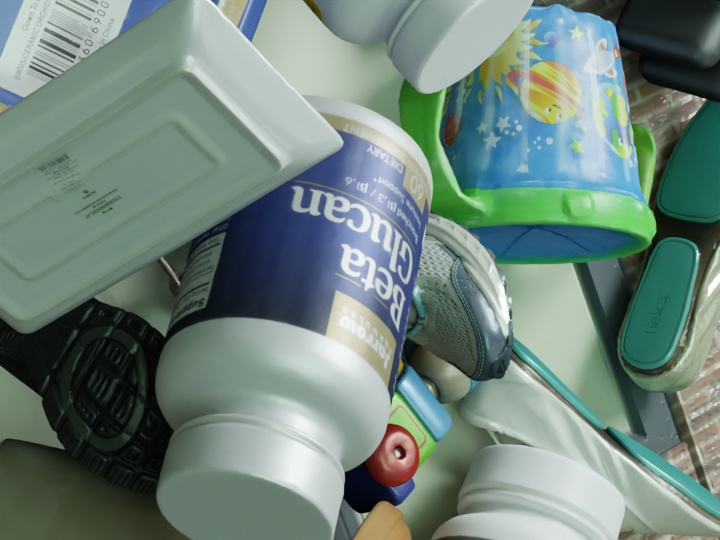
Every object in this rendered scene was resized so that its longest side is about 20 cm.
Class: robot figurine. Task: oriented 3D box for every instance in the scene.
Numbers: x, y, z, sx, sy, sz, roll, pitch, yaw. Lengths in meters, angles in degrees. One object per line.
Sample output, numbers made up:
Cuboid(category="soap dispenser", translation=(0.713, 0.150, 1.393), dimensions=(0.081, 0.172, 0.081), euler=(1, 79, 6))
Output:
Cuboid(category="robot figurine", translation=(0.229, -0.205, 1.131), dimensions=(0.124, 0.150, 0.201), euler=(28, 81, -1))

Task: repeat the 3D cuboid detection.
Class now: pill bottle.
Cuboid(category="pill bottle", translation=(0.079, 0.211, 1.062), dimensions=(0.113, 0.114, 0.202), euler=(33, 62, -23))
Cuboid(category="pill bottle", translation=(-0.033, 0.027, 0.877), dimensions=(0.110, 0.111, 0.202), euler=(29, 53, -23))
Cuboid(category="pill bottle", translation=(-0.002, -0.194, 0.984), dimensions=(0.112, 0.113, 0.200), euler=(-36, 76, -19))

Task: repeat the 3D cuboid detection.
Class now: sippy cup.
Cuboid(category="sippy cup", translation=(0.100, -0.078, 1.077), dimensions=(0.138, 0.178, 0.132), euler=(-1, 81, 9))

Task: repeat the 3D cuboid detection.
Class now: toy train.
Cuboid(category="toy train", translation=(-0.021, 0.027, 1.055), dimensions=(0.201, 0.084, 0.116), euler=(52, 56, -10))

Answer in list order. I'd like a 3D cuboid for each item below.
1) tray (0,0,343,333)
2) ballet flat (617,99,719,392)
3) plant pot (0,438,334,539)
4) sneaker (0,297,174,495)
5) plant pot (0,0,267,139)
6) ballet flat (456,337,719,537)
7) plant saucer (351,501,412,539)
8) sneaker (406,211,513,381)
Cuboid(category="tray", translation=(-0.115, -0.037, 0.833), dimensions=(0.199, 0.022, 0.107), euler=(-29, 126, 24))
Cuboid(category="ballet flat", translation=(0.213, -0.019, 1.174), dimensions=(0.062, 0.067, 0.202), euler=(28, 84, -51))
Cuboid(category="plant pot", translation=(-0.134, 0.178, 0.956), dimensions=(0.172, 0.200, 0.202), euler=(28, 81, -7))
Cuboid(category="sneaker", translation=(-0.143, 0.039, 0.950), dimensions=(0.200, 0.091, 0.076), euler=(40, 91, 12))
Cuboid(category="plant pot", translation=(-0.159, -0.121, 0.920), dimensions=(0.199, 0.179, 0.202), euler=(25, 82, -25))
Cuboid(category="ballet flat", translation=(0.138, 0.117, 1.141), dimensions=(0.199, 0.069, 0.070), euler=(37, 77, -18))
Cuboid(category="plant saucer", translation=(-0.017, 0.221, 0.999), dimensions=(0.037, 0.200, 0.202), euler=(25, 80, 9))
Cuboid(category="sneaker", translation=(0.000, 0.000, 1.005), dimensions=(0.086, 0.200, 0.078), euler=(-23, 140, -32))
